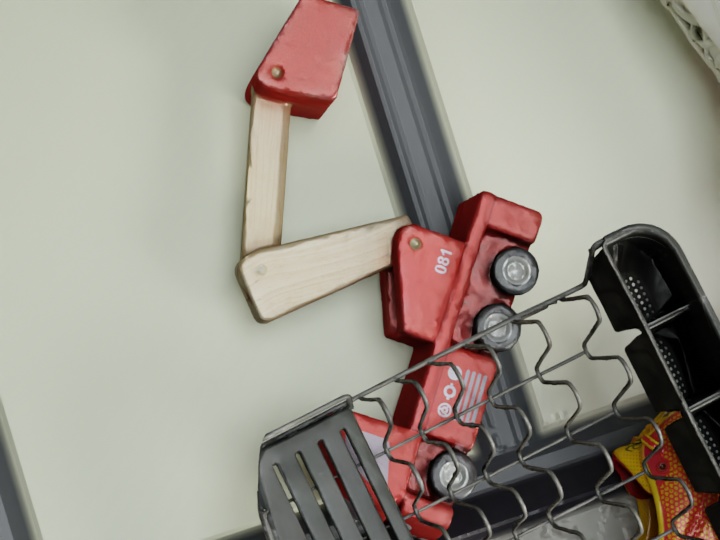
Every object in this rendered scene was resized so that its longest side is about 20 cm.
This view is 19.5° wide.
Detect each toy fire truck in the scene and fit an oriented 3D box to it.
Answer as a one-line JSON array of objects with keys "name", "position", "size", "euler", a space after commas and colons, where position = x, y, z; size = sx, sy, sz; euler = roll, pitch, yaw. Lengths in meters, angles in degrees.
[{"name": "toy fire truck", "position": [0.000, 0.000, 0.890], "size": [0.140, 0.049, 0.201], "euler": [19, 81, -8]}]

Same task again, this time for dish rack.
[{"name": "dish rack", "position": [0.064, 0.090, 0.835], "size": [0.199, 0.055, 0.154], "euler": [-26, 84, -12]}]

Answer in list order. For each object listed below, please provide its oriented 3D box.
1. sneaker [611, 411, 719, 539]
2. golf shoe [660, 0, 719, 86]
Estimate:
[{"name": "sneaker", "position": [0.155, 0.070, 0.903], "size": [0.077, 0.073, 0.201], "euler": [23, 76, 2]}, {"name": "golf shoe", "position": [0.165, -0.120, 0.930], "size": [0.091, 0.073, 0.202], "euler": [-1, 73, -5]}]
